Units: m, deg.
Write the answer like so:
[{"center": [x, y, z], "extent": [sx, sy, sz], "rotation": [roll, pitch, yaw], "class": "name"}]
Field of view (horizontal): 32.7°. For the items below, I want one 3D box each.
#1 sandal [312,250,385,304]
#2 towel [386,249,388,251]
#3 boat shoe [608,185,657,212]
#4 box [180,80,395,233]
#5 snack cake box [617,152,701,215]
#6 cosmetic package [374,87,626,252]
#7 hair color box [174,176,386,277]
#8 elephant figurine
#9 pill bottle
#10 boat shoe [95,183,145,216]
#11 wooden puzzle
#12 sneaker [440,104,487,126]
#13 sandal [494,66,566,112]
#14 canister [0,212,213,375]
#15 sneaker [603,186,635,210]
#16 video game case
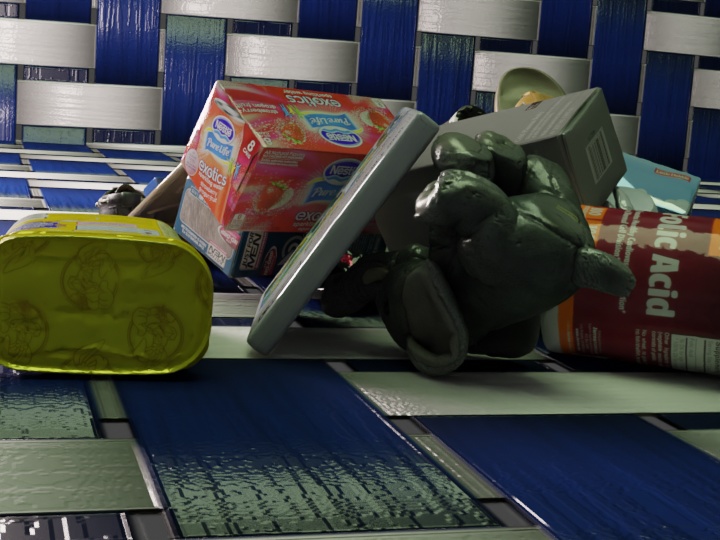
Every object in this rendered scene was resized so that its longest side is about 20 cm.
[{"center": [0.000, 0.000, 1.123], "extent": [0.074, 0.045, 0.200], "rotation": [6, 9, 8], "class": "sandal"}, {"center": [-0.033, -0.101, 1.347], "extent": [0.148, 0.201, 0.031], "rotation": [10, 47, 23], "class": "towel"}, {"center": [0.190, -0.016, 1.178], "extent": [0.200, 0.086, 0.075], "rotation": [-15, 39, 14], "class": "boat shoe"}, {"center": [-0.049, -0.101, 1.127], "extent": [0.199, 0.096, 0.100], "rotation": [0, 42, -41], "class": "box"}, {"center": [0.227, -0.063, 1.235], "extent": [0.199, 0.116, 0.067], "rotation": [20, 46, 16], "class": "snack cake box"}, {"center": [0.112, -0.081, 1.041], "extent": [0.199, 0.091, 0.107], "rotation": [-7, 26, 33], "class": "cosmetic package"}, {"center": [-0.072, -0.047, 1.215], "extent": [0.199, 0.061, 0.100], "rotation": [-5, 31, -44], "class": "hair color box"}, {"center": [0.070, 0.014, 0.866], "extent": [0.141, 0.201, 0.156], "rotation": [19, 33, -16], "class": "elephant figurine"}, {"center": [0.240, 0.016, 0.899], "extent": [0.198, 0.115, 0.114], "rotation": [7, 9, 19], "class": "pill bottle"}, {"center": [-0.265, -0.067, 1.382], "extent": [0.073, 0.061, 0.200], "rotation": [-2, 8, -6], "class": "boat shoe"}, {"center": [-0.142, -0.092, 1.275], "extent": [0.184, 0.047, 0.200], "rotation": [-5, -28, -44], "class": "wooden puzzle"}, {"center": [0.078, -0.071, 1.263], "extent": [0.066, 0.201, 0.090], "rotation": [29, -27, -28], "class": "sneaker"}, {"center": [0.171, -0.130, 1.177], "extent": [0.080, 0.054, 0.201], "rotation": [2, 50, 1], "class": "sandal"}, {"center": [-0.183, 0.009, 0.846], "extent": [0.147, 0.087, 0.200], "rotation": [2, 7, -12], "class": "canister"}, {"center": [0.230, -0.016, 1.063], "extent": [0.075, 0.115, 0.200], "rotation": [-35, 3, 14], "class": "sneaker"}, {"center": [-0.014, -0.037, 0.926], "extent": [0.022, 0.201, 0.182], "rotation": [36, 6, -6], "class": "video game case"}]
